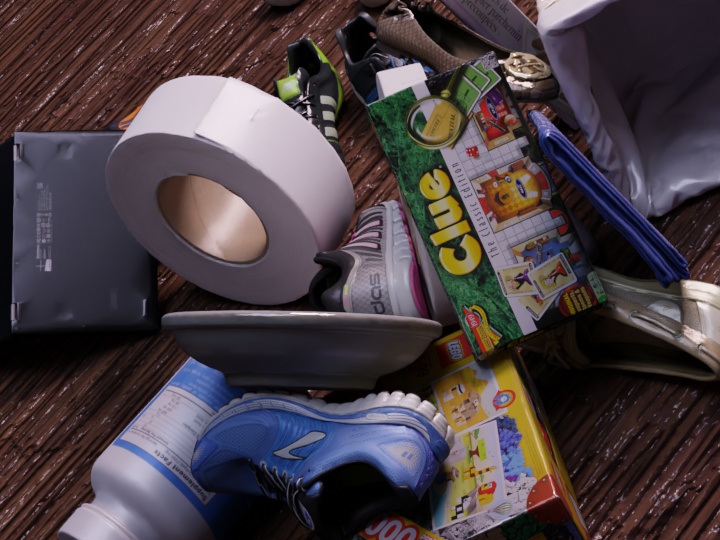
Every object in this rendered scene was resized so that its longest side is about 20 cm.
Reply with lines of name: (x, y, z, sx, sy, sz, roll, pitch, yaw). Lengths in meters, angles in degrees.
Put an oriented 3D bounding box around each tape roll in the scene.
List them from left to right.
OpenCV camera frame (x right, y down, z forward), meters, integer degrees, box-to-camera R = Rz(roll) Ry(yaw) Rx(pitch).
tape roll: (-0.107, -0.065, 1.767, 0.201, 0.203, 0.071, 1, 46, 36)
tape roll: (0.051, -0.058, 1.643, 0.037, 0.204, 0.203, -14, 38, 0)

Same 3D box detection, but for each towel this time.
towel: (0.172, -0.055, 1.544, 0.024, 0.145, 0.200, -44, 5, 7)

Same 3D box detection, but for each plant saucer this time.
plant saucer: (-0.042, 0.058, 1.512, 0.199, 0.200, 0.051, -1, 85, 35)

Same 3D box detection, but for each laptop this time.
laptop: (-0.277, -0.018, 1.922, 0.198, 0.116, 0.189, -2, 73, -1)

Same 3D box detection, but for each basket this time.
basket: (0.247, -0.185, 1.661, 0.199, 0.199, 0.161, -25, 33, 9)

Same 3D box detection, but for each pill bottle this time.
pill bottle: (-0.131, 0.151, 1.611, 0.112, 0.113, 0.200, 19, 59, 46)

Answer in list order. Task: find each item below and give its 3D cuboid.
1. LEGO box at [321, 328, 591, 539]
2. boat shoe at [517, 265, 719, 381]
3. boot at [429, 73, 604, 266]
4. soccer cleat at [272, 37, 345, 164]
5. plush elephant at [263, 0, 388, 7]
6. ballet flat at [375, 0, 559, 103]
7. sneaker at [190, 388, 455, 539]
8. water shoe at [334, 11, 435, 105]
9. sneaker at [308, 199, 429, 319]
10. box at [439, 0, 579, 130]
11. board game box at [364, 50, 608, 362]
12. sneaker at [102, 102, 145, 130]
LEGO box: (0.065, 0.146, 1.504, 0.148, 0.077, 0.201, -26, 37, 8)
boat shoe: (0.179, 0.044, 1.548, 0.199, 0.074, 0.063, 6, 45, 30)
boot: (0.109, -0.073, 1.679, 0.070, 0.132, 0.200, -35, 36, -7)
soccer cleat: (-0.052, -0.125, 1.898, 0.067, 0.081, 0.201, -18, 38, 17)
plush elephant: (-0.019, -0.370, 2.094, 0.164, 0.155, 0.200, 12, 55, 43)
ballet flat: (0.081, -0.173, 1.667, 0.067, 0.047, 0.200, -5, 23, -36)
sneaker: (-0.037, 0.135, 1.461, 0.199, 0.079, 0.089, -7, 42, 32)
water shoe: (0.031, -0.161, 1.882, 0.071, 0.079, 0.200, -37, 37, -8)
sneaker: (0.000, 0.000, 1.682, 0.087, 0.074, 0.200, -13, 20, 0)
box: (0.124, -0.189, 1.746, 0.039, 0.200, 0.041, -49, 37, 3)
board game box: (0.089, -0.047, 1.528, 0.104, 0.023, 0.201, -24, 78, -1)
sneaker: (-0.172, -0.116, 1.978, 0.112, 0.078, 0.200, -38, 37, -8)
